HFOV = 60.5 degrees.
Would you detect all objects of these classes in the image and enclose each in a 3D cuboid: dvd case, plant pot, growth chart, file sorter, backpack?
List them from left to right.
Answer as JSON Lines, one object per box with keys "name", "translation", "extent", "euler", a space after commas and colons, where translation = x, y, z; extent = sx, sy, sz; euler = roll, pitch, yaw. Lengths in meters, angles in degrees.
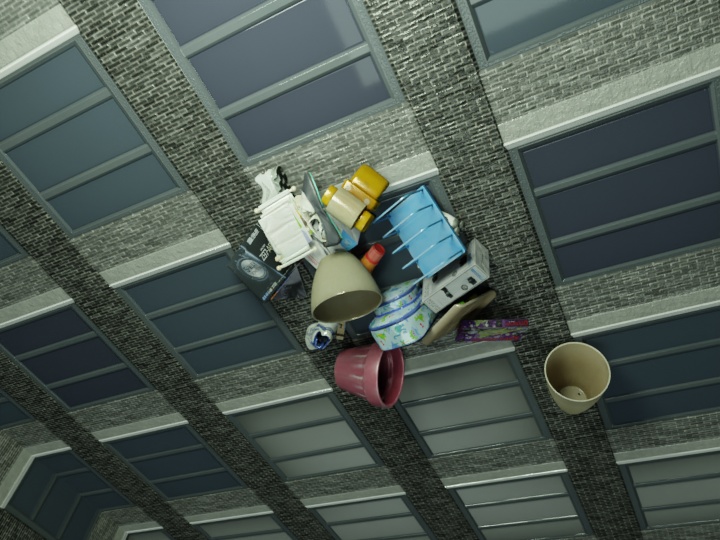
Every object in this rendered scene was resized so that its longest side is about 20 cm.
{"name": "dvd case", "translation": [-0.252, 0.006, 1.843], "extent": [0.145, 0.016, 0.203], "euler": [-4, 128, 14]}
{"name": "growth chart", "translation": [-0.189, -0.110, 1.625], "extent": [0.142, 0.018, 0.203], "euler": [-22, 117, -2]}
{"name": "plant pot", "translation": [0.022, 0.320, 1.952], "extent": [0.176, 0.202, 0.202], "euler": [1, 132, 30]}
{"name": "backpack", "translation": [0.112, 0.127, 1.755], "extent": [0.181, 0.200, 0.149], "euler": [-23, 104, 28]}
{"name": "file sorter", "translation": [0.145, -0.086, 1.568], "extent": [0.138, 0.122, 0.202], "euler": [-36, 84, 33]}
{"name": "plant pot", "translation": [0.649, 0.352, 1.875], "extent": [0.183, 0.190, 0.202], "euler": [-2, 144, 12]}

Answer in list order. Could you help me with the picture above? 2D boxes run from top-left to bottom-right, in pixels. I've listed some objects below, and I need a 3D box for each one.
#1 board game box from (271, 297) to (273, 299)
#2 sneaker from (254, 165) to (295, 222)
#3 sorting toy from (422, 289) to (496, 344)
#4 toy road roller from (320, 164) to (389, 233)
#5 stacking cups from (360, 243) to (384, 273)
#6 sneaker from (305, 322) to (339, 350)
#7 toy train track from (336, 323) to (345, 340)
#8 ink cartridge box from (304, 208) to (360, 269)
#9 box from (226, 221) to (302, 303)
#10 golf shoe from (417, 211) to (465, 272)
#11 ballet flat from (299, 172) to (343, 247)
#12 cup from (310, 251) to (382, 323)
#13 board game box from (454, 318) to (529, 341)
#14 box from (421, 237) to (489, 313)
{"name": "board game box", "translation": [-0.256, -0.002, 1.813], "extent": [0.102, 0.020, 0.200], "euler": [32, 128, -13]}
{"name": "sneaker", "translation": [-0.219, -0.177, 1.651], "extent": [0.087, 0.075, 0.203], "euler": [-11, 117, 19]}
{"name": "sorting toy", "translation": [0.279, 0.128, 1.767], "extent": [0.037, 0.198, 0.186], "euler": [53, 130, 20]}
{"name": "toy road roller", "translation": [-0.004, -0.185, 1.530], "extent": [0.122, 0.200, 0.147], "euler": [35, 98, 3]}
{"name": "stacking cups", "translation": [0.000, 0.000, 1.770], "extent": [0.060, 0.061, 0.201], "euler": [26, 125, -12]}
{"name": "sneaker", "translation": [-0.134, 0.210, 1.928], "extent": [0.074, 0.089, 0.200], "euler": [29, 140, -7]}
{"name": "toy train track", "translation": [-0.059, 0.149, 1.915], "extent": [0.112, 0.033, 0.203], "euler": [9, 131, 3]}
{"name": "ink cartridge box", "translation": [-0.109, -0.081, 1.711], "extent": [0.198, 0.067, 0.116], "euler": [-32, 118, 31]}
{"name": "box", "translation": [-0.273, -0.024, 1.751], "extent": [0.160, 0.044, 0.200], "euler": [45, 127, 1]}
{"name": "golf shoe", "translation": [0.197, -0.080, 1.663], "extent": [0.094, 0.078, 0.201], "euler": [39, 129, 4]}
{"name": "ballet flat", "translation": [-0.114, -0.147, 1.578], "extent": [0.072, 0.073, 0.203], "euler": [-19, 106, 25]}
{"name": "cup", "translation": [-0.050, 0.036, 1.678], "extent": [0.196, 0.146, 0.201], "euler": [-12, 154, -6]}
{"name": "board game box", "translation": [0.383, 0.176, 1.809], "extent": [0.195, 0.033, 0.120], "euler": [-1, 159, -2]}
{"name": "box", "translation": [0.259, 0.015, 1.691], "extent": [0.060, 0.118, 0.199], "euler": [37, 127, -21]}
